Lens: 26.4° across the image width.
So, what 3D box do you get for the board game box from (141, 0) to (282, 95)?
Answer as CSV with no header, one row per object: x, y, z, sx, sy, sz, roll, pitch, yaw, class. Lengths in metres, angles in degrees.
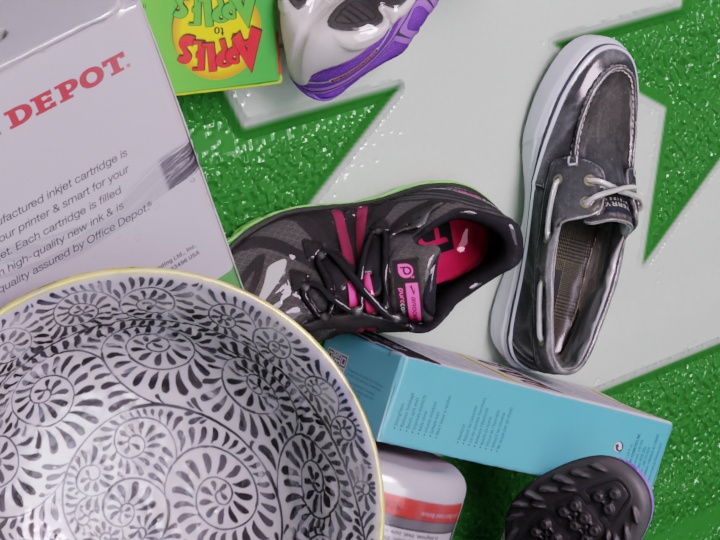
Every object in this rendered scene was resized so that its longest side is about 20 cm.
-0.138,-0.129,0.723,0.199,0.048,0.102,-11,108,-27,board game box

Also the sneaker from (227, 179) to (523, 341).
0.000,0.000,0.812,0.199,0.084,0.077,-24,112,-24,sneaker

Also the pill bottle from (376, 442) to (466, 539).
-0.026,0.186,0.823,0.115,0.116,0.201,17,93,-32,pill bottle

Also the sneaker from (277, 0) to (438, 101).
0.022,-0.166,0.805,0.081,0.084,0.200,38,64,13,sneaker

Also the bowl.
-0.095,0.101,0.662,0.200,0.094,0.202,0,87,-9,bowl

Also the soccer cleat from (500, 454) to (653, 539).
0.116,0.164,0.887,0.073,0.068,0.200,-19,150,-41,soccer cleat

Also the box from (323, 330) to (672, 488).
0.076,0.081,0.877,0.199,0.082,0.049,16,93,-32,box

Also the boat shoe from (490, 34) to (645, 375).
0.133,-0.034,0.889,0.072,0.071,0.201,6,98,-31,boat shoe

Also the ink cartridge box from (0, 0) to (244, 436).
-0.146,-0.026,0.678,0.146,0.084,0.201,-30,136,-15,ink cartridge box
